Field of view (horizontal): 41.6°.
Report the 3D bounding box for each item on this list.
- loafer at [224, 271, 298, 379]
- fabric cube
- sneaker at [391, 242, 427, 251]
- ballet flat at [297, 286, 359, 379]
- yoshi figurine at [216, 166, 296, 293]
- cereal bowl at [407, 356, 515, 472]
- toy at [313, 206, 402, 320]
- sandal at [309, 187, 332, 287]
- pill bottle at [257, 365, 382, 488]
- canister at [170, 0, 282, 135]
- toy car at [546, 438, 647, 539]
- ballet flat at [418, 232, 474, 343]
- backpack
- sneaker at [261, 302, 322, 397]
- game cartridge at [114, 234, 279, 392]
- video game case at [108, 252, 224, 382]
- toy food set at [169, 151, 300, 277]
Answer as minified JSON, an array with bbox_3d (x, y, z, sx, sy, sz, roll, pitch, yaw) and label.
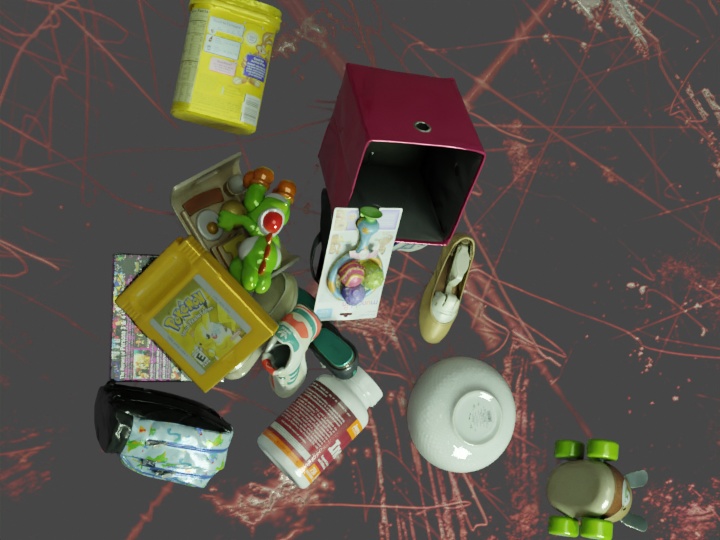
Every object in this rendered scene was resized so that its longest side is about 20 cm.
[{"bbox_3d":[-0.168,0.077,1.503,0.068,0.075,0.201,51,58,-40],"label":"loafer"},{"bbox_3d":[0.059,-0.183,1.506,0.195,0.201,0.200,4,44,-18],"label":"fabric cube"},{"bbox_3d":[0.074,-0.065,1.605,0.199,0.088,0.076,-21,92,-20],"label":"sneaker"},{"bbox_3d":[-0.068,0.106,1.537,0.073,0.073,0.200,-33,54,-17],"label":"ballet flat"},{"bbox_3d":[-0.162,-0.049,1.461,0.111,0.112,0.201,2,60,9],"label":"yoshi figurine"},{"bbox_3d":[0.184,0.250,1.632,0.199,0.083,0.202,1,87,-18],"label":"cereal bowl"},{"bbox_3d":[0.000,0.000,1.460,0.114,0.047,0.201,-2,118,-25],"label":"toy"},{"bbox_3d":[-0.059,-0.037,1.575,0.043,0.076,0.202,-3,77,11],"label":"sandal"},{"bbox_3d":[-0.061,0.244,1.532,0.200,0.113,0.113,-44,101,-15],"label":"pill bottle"},{"bbox_3d":[-0.218,-0.332,1.519,0.148,0.086,0.202,13,85,-18],"label":"canister"},{"bbox_3d":[0.448,0.401,1.690,0.199,0.157,0.166,18,71,-28],"label":"toy car"},{"bbox_3d":[0.151,0.028,1.640,0.068,0.063,0.201,17,83,-17],"label":"ballet flat"},{"bbox_3d":[-0.295,0.250,1.440,0.199,0.163,0.155,2,96,-25],"label":"backpack"},{"bbox_3d":[-0.126,0.140,1.478,0.070,0.200,0.093,38,45,16],"label":"sneaker"},{"bbox_3d":[-0.248,0.066,1.418,0.200,0.032,0.176,45,118,-8],"label":"game cartridge"},{"bbox_3d":[-0.303,0.076,1.496,0.180,0.036,0.202,2,87,-20],"label":"video game case"},{"bbox_3d":[-0.195,-0.072,1.506,0.143,0.060,0.201,-35,99,-36],"label":"toy food set"}]
